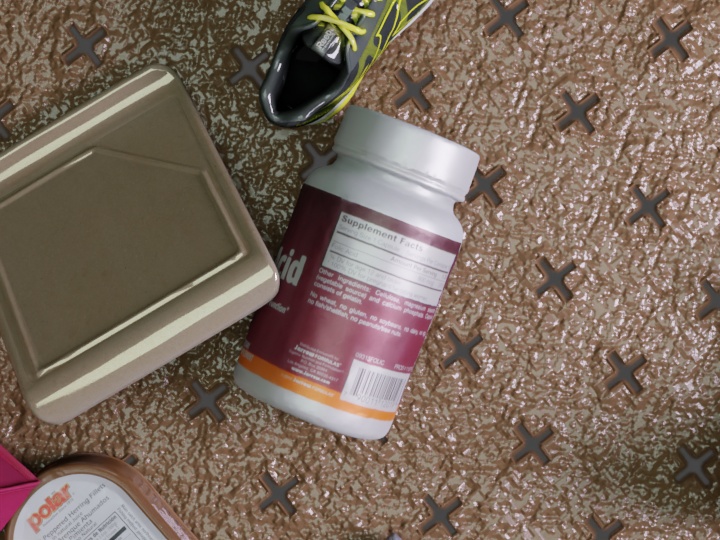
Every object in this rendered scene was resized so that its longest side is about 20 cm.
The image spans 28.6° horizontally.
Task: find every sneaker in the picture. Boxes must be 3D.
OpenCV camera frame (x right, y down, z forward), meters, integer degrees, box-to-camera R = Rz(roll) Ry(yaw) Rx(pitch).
[{"bbox_3d":[0.000,-0.169,0.927,0.074,0.085,0.201,32,113,-2],"label":"sneaker"}]

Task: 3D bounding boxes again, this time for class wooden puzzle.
[{"bbox_3d":[-0.168,-0.020,0.955,0.184,0.037,0.201,-30,64,2],"label":"wooden puzzle"}]

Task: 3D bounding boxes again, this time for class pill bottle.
[{"bbox_3d":[0.000,0.000,0.944,0.113,0.114,0.201,21,92,-1],"label":"pill bottle"}]

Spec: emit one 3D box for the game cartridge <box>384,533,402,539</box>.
[{"bbox_3d":[0.050,0.301,0.996,0.200,0.040,0.133,43,96,-1],"label":"game cartridge"}]

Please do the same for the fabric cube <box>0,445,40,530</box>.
[{"bbox_3d":[-0.365,0.154,0.896,0.200,0.196,0.200,39,92,10],"label":"fabric cube"}]

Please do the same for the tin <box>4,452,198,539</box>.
[{"bbox_3d":[-0.164,0.219,0.993,0.112,0.042,0.200,-42,92,-3],"label":"tin"}]
